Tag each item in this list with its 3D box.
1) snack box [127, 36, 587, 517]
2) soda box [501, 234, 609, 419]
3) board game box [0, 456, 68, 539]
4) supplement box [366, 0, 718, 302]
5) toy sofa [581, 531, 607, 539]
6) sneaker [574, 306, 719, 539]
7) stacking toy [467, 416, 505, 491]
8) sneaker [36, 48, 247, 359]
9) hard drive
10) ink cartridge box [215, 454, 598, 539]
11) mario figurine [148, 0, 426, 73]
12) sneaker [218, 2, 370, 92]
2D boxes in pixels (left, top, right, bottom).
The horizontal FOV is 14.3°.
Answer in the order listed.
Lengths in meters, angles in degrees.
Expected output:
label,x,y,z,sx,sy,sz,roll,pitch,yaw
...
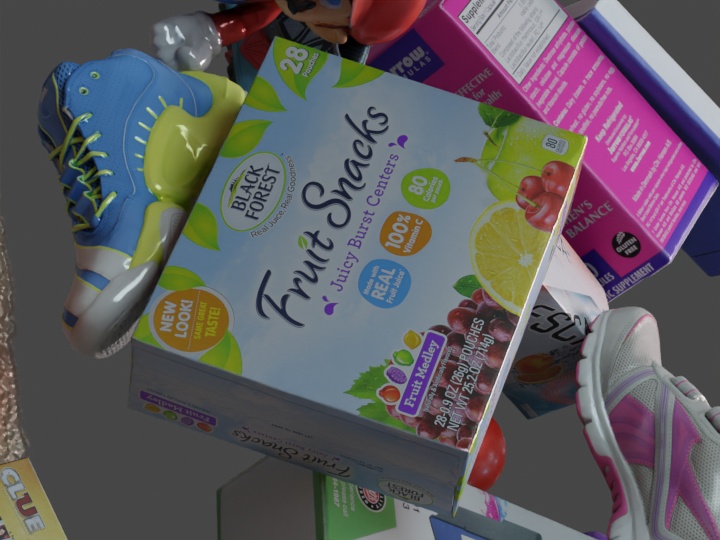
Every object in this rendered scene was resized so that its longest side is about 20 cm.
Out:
label,x,y,z,sx,sy,sz,roll,pitch,yaw
snack box,0.000,0.000,1.384,0.168,0.068,0.200,19,54,7
soda box,0.079,0.007,1.548,0.200,0.063,0.069,46,29,-55
board game box,-0.157,0.187,1.239,0.135,0.035,0.200,-11,70,-50
supplement box,0.096,-0.077,1.665,0.200,0.101,0.103,48,38,-7
toy sofa,0.160,0.217,1.520,0.098,0.083,0.200,39,39,-21
sneaker,0.171,0.103,1.516,0.081,0.088,0.200,54,22,-54
stacking toy,0.004,0.040,1.504,0.200,0.085,0.085,54,36,-11
sneaker,-0.129,-0.041,1.434,0.105,0.076,0.200,29,40,-2
hard drive,0.181,-0.079,1.743,0.200,0.132,0.025,45,69,-12
ink cartridge box,0.033,0.181,1.407,0.200,0.087,0.146,27,43,-34
mario figurine,-0.060,-0.166,1.487,0.200,0.124,0.106,13,53,18
sneaker,-0.026,-0.147,1.580,0.079,0.095,0.200,53,24,-65
